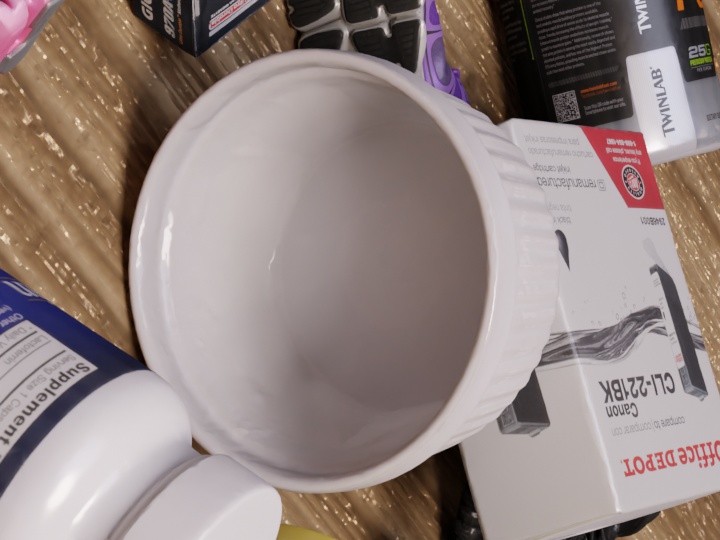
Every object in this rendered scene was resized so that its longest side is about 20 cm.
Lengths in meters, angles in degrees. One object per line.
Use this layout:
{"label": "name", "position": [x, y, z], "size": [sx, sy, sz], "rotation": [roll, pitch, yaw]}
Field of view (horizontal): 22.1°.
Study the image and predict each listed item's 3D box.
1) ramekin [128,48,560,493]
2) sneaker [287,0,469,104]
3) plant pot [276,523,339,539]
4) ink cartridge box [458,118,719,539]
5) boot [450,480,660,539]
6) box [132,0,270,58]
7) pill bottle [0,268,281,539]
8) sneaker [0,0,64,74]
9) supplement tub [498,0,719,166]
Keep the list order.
{"label": "ramekin", "position": [0.000, 0.000, 0.869], "size": [0.105, 0.199, 0.202], "rotation": [-1, 82, -58]}
{"label": "sneaker", "position": [0.017, -0.114, 1.020], "size": [0.083, 0.080, 0.201], "rotation": [-42, 124, -61]}
{"label": "plant pot", "position": [-0.055, 0.213, 0.771], "size": [0.202, 0.200, 0.189], "rotation": [62, 27, -19]}
{"label": "ink cartridge box", "position": [0.107, 0.032, 0.950], "size": [0.144, 0.083, 0.201], "rotation": [-1, 74, -54]}
{"label": "boot", "position": [0.105, 0.083, 1.057], "size": [0.157, 0.079, 0.213], "rotation": [-22, 99, -49]}
{"label": "box", "position": [-0.027, -0.217, 0.883], "size": [0.200, 0.046, 0.159], "rotation": [-42, 157, -26]}
{"label": "pill bottle", "position": [-0.134, 0.067, 0.675], "size": [0.116, 0.199, 0.116], "rotation": [-50, 161, -24]}
{"label": "sneaker", "position": [-0.210, -0.099, 0.748], "size": [0.096, 0.079, 0.200], "rotation": [50, 43, -4]}
{"label": "supplement tub", "position": [0.147, -0.160, 1.128], "size": [0.122, 0.122, 0.201], "rotation": [-17, 95, -50]}
